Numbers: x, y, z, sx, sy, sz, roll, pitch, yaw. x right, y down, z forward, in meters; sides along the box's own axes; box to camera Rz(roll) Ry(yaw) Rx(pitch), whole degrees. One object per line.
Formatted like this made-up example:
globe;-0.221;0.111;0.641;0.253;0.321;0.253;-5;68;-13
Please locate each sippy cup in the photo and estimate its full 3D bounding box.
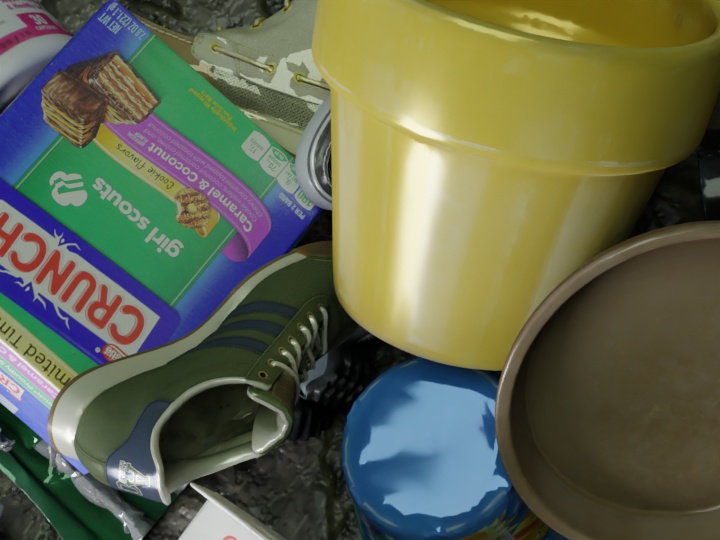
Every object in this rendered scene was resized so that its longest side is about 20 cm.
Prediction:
sippy cup;0.050;0.105;1.202;0.140;0.130;0.178;-41;69;0

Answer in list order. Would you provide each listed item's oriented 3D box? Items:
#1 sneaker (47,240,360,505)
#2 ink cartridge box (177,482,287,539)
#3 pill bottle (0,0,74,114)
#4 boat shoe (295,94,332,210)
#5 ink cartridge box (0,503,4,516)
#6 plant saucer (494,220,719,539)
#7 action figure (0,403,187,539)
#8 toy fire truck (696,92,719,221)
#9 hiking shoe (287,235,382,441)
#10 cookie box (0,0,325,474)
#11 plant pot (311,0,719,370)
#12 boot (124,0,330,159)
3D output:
sneaker;-0.054;0.059;1.165;0.200;0.067;0.090;-29;38;-27
ink cartridge box;-0.036;0.181;1.162;0.117;0.200;0.067;35;84;22
pill bottle;-0.262;-0.150;1.370;0.113;0.113;0.200;-46;68;-3
boat shoe;0.055;-0.099;1.269;0.200;0.066;0.070;-30;100;-18
ink cartridge box;-0.321;0.090;1.257;0.200;0.176;0.045;19;77;32
plant saucer;0.163;0.058;1.116;0.200;0.200;0.029;-22;31;7
action figure;-0.185;0.071;1.280;0.200;0.055;0.118;39;73;-1
toy fire truck;0.219;-0.032;1.209;0.129;0.176;0.200;-8;29;12
hiking shoe;0.000;0.000;1.277;0.200;0.074;0.087;-44;69;-2
cookie box;-0.143;-0.019;1.250;0.171;0.075;0.200;42;62;-7
plant pot;0.067;-0.063;1.136;0.201;0.201;0.189;22;118;20
boot;-0.043;-0.146;1.335;0.200;0.072;0.155;27;82;13
